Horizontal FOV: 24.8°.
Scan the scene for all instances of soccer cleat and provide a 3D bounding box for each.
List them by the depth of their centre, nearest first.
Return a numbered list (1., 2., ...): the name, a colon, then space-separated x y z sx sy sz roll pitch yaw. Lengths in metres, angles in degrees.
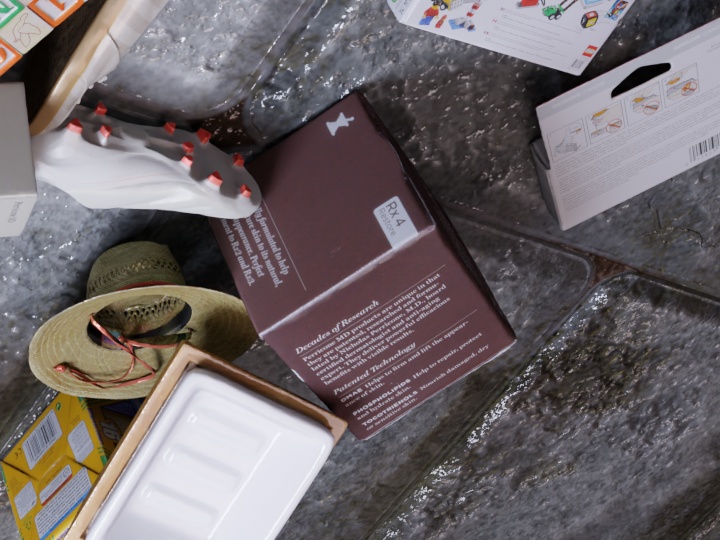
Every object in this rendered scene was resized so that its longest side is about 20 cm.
1. soccer cleat: -0.169 -0.076 1.259 0.199 0.070 0.078 17 129 -33

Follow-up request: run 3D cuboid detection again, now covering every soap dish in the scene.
1. soap dish: -0.128 0.163 1.329 0.156 0.081 0.201 27 106 -23

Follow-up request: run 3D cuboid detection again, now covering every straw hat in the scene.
1. straw hat: -0.184 0.025 1.339 0.199 0.086 0.202 -8 152 -5

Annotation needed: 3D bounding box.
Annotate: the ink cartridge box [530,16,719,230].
1. ink cartridge box: 0.245 -0.140 1.445 0.198 0.044 0.174 -26 140 -3

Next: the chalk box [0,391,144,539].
1. chalk box: -0.204 0.202 1.487 0.199 0.124 0.125 23 119 -44

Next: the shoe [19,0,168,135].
1. shoe: -0.176 -0.168 1.145 0.053 0.070 0.200 24 117 -35

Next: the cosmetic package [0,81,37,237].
1. cosmetic package: -0.329 -0.068 1.116 0.198 0.088 0.103 -6 166 -20

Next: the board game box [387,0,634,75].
1. board game box: 0.133 -0.230 1.288 0.199 0.035 0.127 10 128 -38

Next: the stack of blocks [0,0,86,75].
1. stack of blocks: -0.212 -0.231 1.066 0.199 0.059 0.115 -38 140 12

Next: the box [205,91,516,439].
1. box: 0.000 0.000 1.355 0.163 0.167 0.200 -32 141 6
